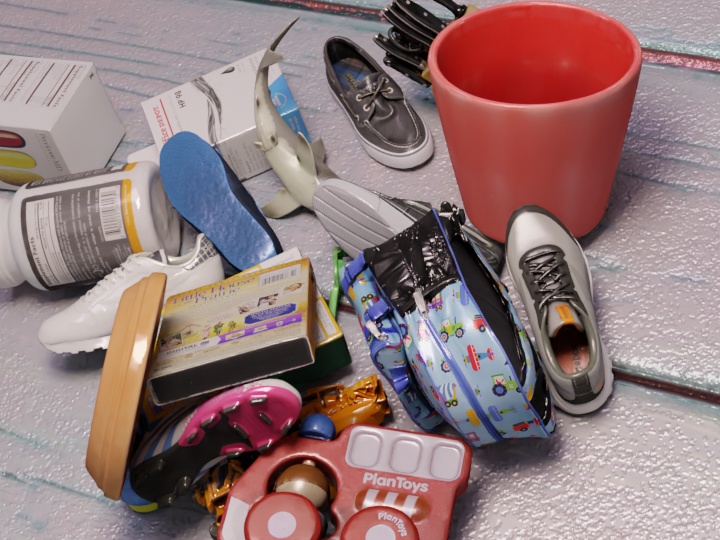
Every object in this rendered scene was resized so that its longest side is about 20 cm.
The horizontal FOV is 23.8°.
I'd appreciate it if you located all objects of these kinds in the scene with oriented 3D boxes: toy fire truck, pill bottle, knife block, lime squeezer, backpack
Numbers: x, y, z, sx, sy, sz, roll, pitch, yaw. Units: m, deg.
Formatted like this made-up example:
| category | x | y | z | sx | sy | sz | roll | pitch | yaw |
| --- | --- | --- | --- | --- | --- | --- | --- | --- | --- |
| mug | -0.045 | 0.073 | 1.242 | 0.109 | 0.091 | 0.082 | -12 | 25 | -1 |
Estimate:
| category | x | y | z | sx | sy | sz | roll | pitch | yaw |
| --- | --- | --- | --- | --- | --- | --- | --- | --- | --- |
| toy fire truck | -0.013 | 0.204 | 1.454 | 0.198 | 0.113 | 0.169 | 8 | 53 | 10 |
| pill bottle | -0.298 | -0.043 | 1.785 | 0.198 | 0.117 | 0.117 | -10 | 48 | 12 |
| knife block | 0.119 | -0.227 | 1.753 | 0.198 | 0.176 | 0.064 | 5 | 53 | 23 |
| lime squeezer | 0.000 | 0.000 | 1.705 | 0.070 | 0.038 | 0.200 | 36 | 64 | 4 |
| backpack | 0.085 | 0.073 | 1.511 | 0.134 | 0.183 | 0.201 | -29 | 53 | 4 |

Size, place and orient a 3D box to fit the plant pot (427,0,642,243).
| category | x | y | z | sx | sy | sz | roll | pitch | yaw |
| --- | --- | --- | --- | --- | --- | --- | --- | --- | --- |
| plant pot | 0.167 | -0.134 | 1.634 | 0.198 | 0.178 | 0.201 | -3 | 37 | 2 |

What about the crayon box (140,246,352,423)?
| category | x | y | z | sx | sy | sz | roll | pitch | yaw |
| --- | --- | --- | --- | --- | --- | --- | --- | --- | --- |
| crayon box | -0.124 | 0.073 | 1.636 | 0.199 | 0.052 | 0.126 | -24 | 50 | -6 |

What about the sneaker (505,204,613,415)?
| category | x | y | z | sx | sy | sz | roll | pitch | yaw |
| --- | --- | --- | --- | --- | --- | --- | --- | --- | --- |
| sneaker | 0.181 | 0.027 | 1.544 | 0.073 | 0.079 | 0.202 | -18 | 67 | 4 |

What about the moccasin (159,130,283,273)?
| category | x | y | z | sx | sy | sz | roll | pitch | yaw |
| --- | --- | --- | --- | --- | --- | --- | --- | --- | --- |
| moccasin | -0.143 | -0.056 | 1.757 | 0.080 | 0.068 | 0.201 | -36 | 63 | 7 |

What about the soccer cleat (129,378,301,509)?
| category | x | y | z | sx | sy | sz | roll | pitch | yaw |
| --- | --- | --- | --- | --- | --- | --- | --- | --- | --- |
| soccer cleat | -0.131 | 0.132 | 1.505 | 0.199 | 0.070 | 0.087 | -33 | 31 | 28 |

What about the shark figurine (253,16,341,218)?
| category | x | y | z | sx | sy | sz | roll | pitch | yaw |
| --- | --- | --- | --- | --- | --- | --- | --- | --- | --- |
| shark figurine | -0.066 | -0.144 | 1.787 | 0.128 | 0.216 | 0.089 | -20 | 9 | 40 |

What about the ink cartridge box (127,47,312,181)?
| category | x | y | z | sx | sy | sz | roll | pitch | yaw |
| --- | --- | --- | --- | --- | --- | --- | --- | --- | --- |
| ink cartridge box | -0.164 | -0.150 | 1.862 | 0.199 | 0.067 | 0.116 | -24 | 48 | -2 |

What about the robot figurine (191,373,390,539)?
| category | x | y | z | sx | sy | sz | roll | pitch | yaw |
| --- | --- | --- | --- | --- | --- | --- | --- | --- | --- |
| robot figurine | -0.064 | 0.170 | 1.556 | 0.198 | 0.058 | 0.146 | -19 | 46 | 2 |

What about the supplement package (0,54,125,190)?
| category | x | y | z | sx | sy | sz | roll | pitch | yaw |
| --- | --- | --- | --- | --- | --- | --- | --- | --- | --- |
| supplement package | -0.387 | -0.166 | 1.924 | 0.198 | 0.114 | 0.110 | 7 | 52 | 26 |

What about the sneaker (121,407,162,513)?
| category | x | y | z | sx | sy | sz | roll | pitch | yaw |
| --- | --- | --- | --- | --- | --- | --- | --- | --- | --- |
| sneaker | -0.212 | 0.132 | 1.631 | 0.065 | 0.079 | 0.201 | -15 | 46 | 9 |

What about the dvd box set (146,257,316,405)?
| category | x | y | z | sx | sy | sz | roll | pitch | yaw |
| --- | --- | --- | --- | --- | --- | --- | --- | --- | --- |
| dvd box set | -0.111 | 0.052 | 1.530 | 0.145 | 0.030 | 0.200 | -16 | 19 | 4 |

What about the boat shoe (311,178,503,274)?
| category | x | y | z | sx | sy | sz | roll | pitch | yaw |
| --- | --- | --- | --- | --- | --- | --- | --- | --- | --- |
| boat shoe | 0.047 | -0.036 | 1.676 | 0.199 | 0.072 | 0.071 | 31 | 43 | 9 |

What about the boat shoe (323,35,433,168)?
| category | x | y | z | sx | sy | sz | roll | pitch | yaw |
| --- | --- | --- | --- | --- | --- | --- | --- | --- | --- |
| boat shoe | 0.014 | -0.188 | 1.831 | 0.070 | 0.066 | 0.200 | -27 | 47 | -4 |

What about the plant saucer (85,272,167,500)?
| category | x | y | z | sx | sy | sz | roll | pitch | yaw |
| --- | --- | --- | --- | --- | --- | --- | --- | --- | --- |
| plant saucer | -0.205 | 0.098 | 1.483 | 0.037 | 0.201 | 0.201 | 11 | 50 | -6 |

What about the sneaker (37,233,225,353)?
| category | x | y | z | sx | sy | sz | roll | pitch | yaw |
| --- | --- | --- | --- | --- | --- | --- | --- | --- | --- |
| sneaker | -0.233 | 0.025 | 1.713 | 0.198 | 0.081 | 0.076 | -18 | 19 | -3 |
